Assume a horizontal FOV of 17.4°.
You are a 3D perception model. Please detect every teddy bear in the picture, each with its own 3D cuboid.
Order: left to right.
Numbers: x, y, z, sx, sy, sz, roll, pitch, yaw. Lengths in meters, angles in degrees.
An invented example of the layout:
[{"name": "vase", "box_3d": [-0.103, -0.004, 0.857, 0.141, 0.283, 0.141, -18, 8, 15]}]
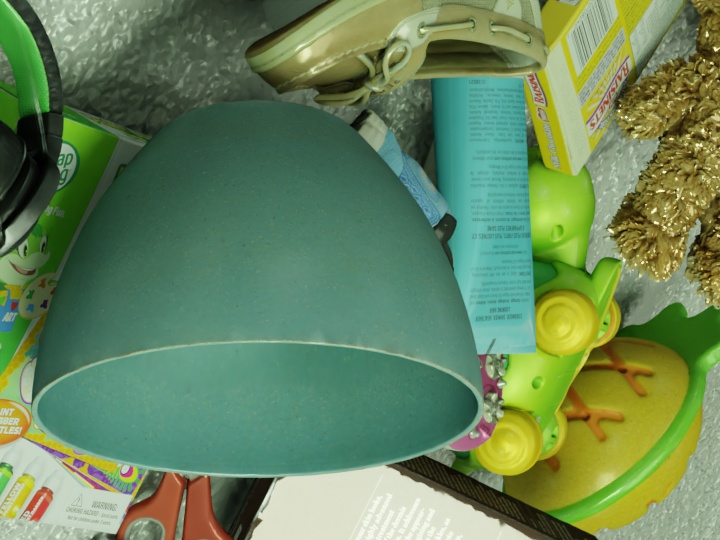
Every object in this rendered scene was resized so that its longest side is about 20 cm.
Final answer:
[{"name": "teddy bear", "box_3d": [0.215, -0.077, 1.350, 0.200, 0.145, 0.067, -53, -177, -6]}]

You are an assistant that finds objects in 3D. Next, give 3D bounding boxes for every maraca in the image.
[{"name": "maraca", "box_3d": [0.167, 0.090, 1.501, 0.200, 0.137, 0.107, -48, 118, -26]}]

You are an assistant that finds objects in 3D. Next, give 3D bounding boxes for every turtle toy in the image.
[{"name": "turtle toy", "box_3d": [0.092, 0.028, 1.375, 0.200, 0.101, 0.146, -66, 168, 5]}]

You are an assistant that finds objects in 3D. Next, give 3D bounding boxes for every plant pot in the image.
[{"name": "plant pot", "box_3d": [-0.047, 0.002, 1.063, 0.200, 0.200, 0.135, 32, 52, -56]}]

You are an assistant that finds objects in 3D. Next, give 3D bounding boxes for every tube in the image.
[{"name": "tube", "box_3d": [0.065, -0.054, 1.248, 0.077, 0.050, 0.200, -2, 88, -43]}]

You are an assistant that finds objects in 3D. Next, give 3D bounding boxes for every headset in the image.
[{"name": "headset", "box_3d": [-0.174, -0.036, 0.956, 0.123, 0.094, 0.200, 14, 76, -40]}]

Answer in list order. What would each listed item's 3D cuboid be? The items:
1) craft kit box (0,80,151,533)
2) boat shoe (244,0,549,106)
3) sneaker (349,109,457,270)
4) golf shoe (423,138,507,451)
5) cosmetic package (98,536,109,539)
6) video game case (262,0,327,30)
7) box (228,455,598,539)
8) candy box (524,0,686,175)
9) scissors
[{"name": "craft kit box", "box_3d": [-0.149, 0.023, 1.124, 0.200, 0.049, 0.198, 17, 98, -55]}, {"name": "boat shoe", "box_3d": [0.025, -0.109, 1.139, 0.201, 0.073, 0.063, -22, 88, -53]}, {"name": "sneaker", "box_3d": [0.000, 0.000, 1.211, 0.078, 0.090, 0.200, -46, 172, -21]}, {"name": "golf shoe", "box_3d": [0.036, 0.002, 1.303, 0.075, 0.091, 0.200, 29, 62, -46]}, {"name": "cosmetic package", "box_3d": [-0.168, 0.262, 1.269, 0.151, 0.052, 0.200, -32, 138, -30]}, {"name": "video game case", "box_3d": [0.071, -0.186, 1.150, 0.200, 0.182, 0.024, -31, 93, -34]}, {"name": "box", "box_3d": [0.032, 0.161, 1.324, 0.100, 0.200, 0.075, -62, -170, 6]}, {"name": "candy box", "box_3d": [0.152, -0.160, 1.343, 0.200, 0.026, 0.102, -56, 150, -26]}, {"name": "scissors", "box_3d": [-0.096, 0.101, 1.234, 0.014, 0.073, 0.200, -76, 169, -56]}]
